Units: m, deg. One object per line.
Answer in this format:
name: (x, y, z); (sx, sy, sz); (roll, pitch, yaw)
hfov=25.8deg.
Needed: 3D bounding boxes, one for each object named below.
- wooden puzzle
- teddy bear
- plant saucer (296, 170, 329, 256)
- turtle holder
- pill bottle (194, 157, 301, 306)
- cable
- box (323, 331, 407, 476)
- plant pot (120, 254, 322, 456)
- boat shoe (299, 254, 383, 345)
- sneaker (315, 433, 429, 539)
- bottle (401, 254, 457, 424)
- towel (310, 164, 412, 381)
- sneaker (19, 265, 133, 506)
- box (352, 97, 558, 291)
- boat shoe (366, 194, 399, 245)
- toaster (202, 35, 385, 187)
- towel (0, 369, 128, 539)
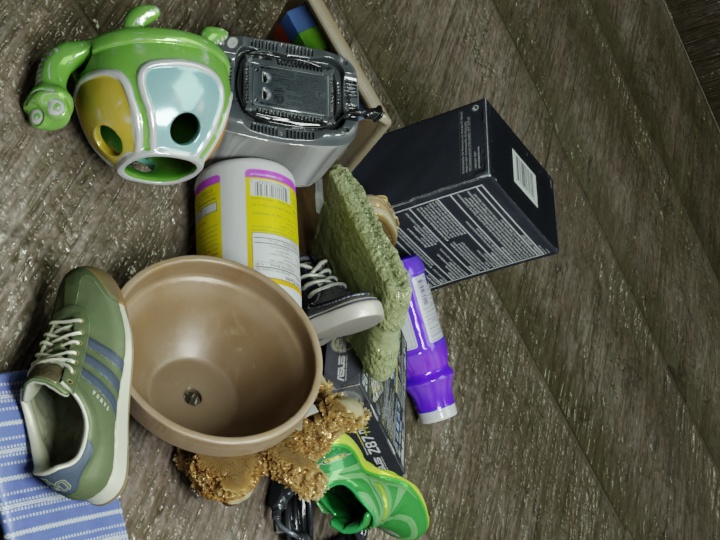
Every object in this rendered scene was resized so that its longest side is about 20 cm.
wooden puzzle: (-0.050, -0.200, 1.715); (0.046, 0.200, 0.186); (-27, 82, -21)
teddy bear: (-0.082, 0.162, 1.495); (0.200, 0.144, 0.067); (-53, 165, -44)
plant saucer: (-0.071, -0.074, 1.767); (0.200, 0.029, 0.202); (41, 41, -48)
turtle holder: (-0.199, -0.157, 1.432); (0.185, 0.140, 0.133); (24, 55, -58)
pill bottle: (-0.112, -0.003, 1.563); (0.104, 0.104, 0.202); (31, 50, -54)
cable: (-0.032, 0.233, 1.652); (0.164, 0.050, 0.201); (54, 32, -36)
box: (0.010, 0.106, 1.753); (0.201, 0.049, 0.162); (-87, 162, -44)
plant pot: (-0.140, 0.093, 1.421); (0.199, 0.093, 0.202); (12, 49, -15)
boat shoe: (-0.045, 0.025, 1.601); (0.074, 0.200, 0.094); (-6, 81, -30)
sneaker: (-0.003, 0.234, 1.592); (0.200, 0.074, 0.084); (40, 44, -41)
bottle: (0.068, 0.084, 1.910); (0.084, 0.065, 0.202); (-28, 102, -76)
towel: (0.000, 0.000, 1.637); (0.149, 0.036, 0.201); (103, -30, -44)
sneaker: (-0.234, 0.086, 1.276); (0.090, 0.067, 0.202); (25, 56, -60)
box: (0.113, -0.089, 1.944); (0.200, 0.197, 0.124); (43, 38, -47)
boat shoe: (0.008, -0.053, 1.785); (0.200, 0.073, 0.070); (86, 4, -72)
toaster: (-0.087, -0.157, 1.605); (0.198, 0.129, 0.115); (6, 65, -18)
towel: (-0.252, 0.180, 1.289); (0.144, 0.024, 0.202); (-2, 76, -62)
